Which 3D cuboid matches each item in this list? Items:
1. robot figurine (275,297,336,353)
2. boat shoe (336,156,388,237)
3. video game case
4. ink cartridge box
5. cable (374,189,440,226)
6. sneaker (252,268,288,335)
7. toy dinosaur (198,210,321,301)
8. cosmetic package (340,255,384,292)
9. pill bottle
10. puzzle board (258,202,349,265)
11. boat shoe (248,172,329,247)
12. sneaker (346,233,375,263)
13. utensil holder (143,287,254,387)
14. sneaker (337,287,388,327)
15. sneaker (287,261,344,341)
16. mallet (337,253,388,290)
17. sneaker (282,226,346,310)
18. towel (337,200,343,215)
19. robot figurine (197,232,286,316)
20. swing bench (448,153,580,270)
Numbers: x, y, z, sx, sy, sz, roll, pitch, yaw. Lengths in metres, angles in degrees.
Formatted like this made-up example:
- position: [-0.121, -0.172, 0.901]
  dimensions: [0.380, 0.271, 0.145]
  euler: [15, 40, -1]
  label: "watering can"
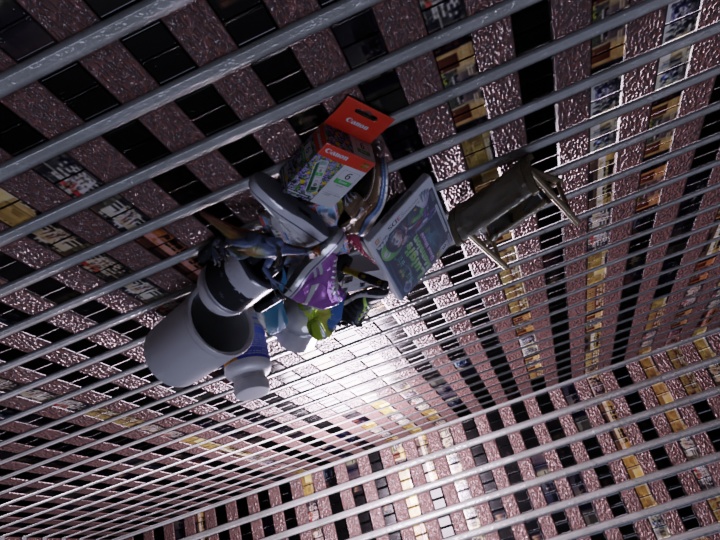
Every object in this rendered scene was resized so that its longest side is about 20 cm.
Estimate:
- position: [-0.143, 0.124, 1.528]
  dimensions: [0.168, 0.114, 0.200]
  euler: [16, 146, -8]
  label: "robot figurine"
- position: [0.001, -0.129, 1.157]
  dimensions: [0.072, 0.073, 0.201]
  euler: [5, 143, -12]
  label: "boat shoe"
- position: [0.102, -0.061, 1.256]
  dimensions: [0.182, 0.023, 0.201]
  euler: [-47, 140, -14]
  label: "video game case"
- position: [-0.038, -0.192, 1.069]
  dimensions: [0.108, 0.051, 0.200]
  euler: [15, 139, -37]
  label: "ink cartridge box"
- position: [0.096, -0.084, 1.283]
  dimensions: [0.199, 0.051, 0.164]
  euler: [17, 106, -48]
  label: "cable"
- position: [-0.209, 0.049, 1.394]
  dimensions: [0.076, 0.081, 0.201]
  euler: [-23, 137, -30]
  label: "sneaker"
- position: [-0.167, -0.051, 1.135]
  dimensions: [0.180, 0.202, 0.105]
  euler: [-15, 168, -31]
  label: "toy dinosaur"
- position: [0.011, 0.005, 1.464]
  dimensions: [0.198, 0.051, 0.083]
  euler: [-10, 153, -12]
  label: "cosmetic package"
- position: [-0.272, 0.197, 1.495]
  dimensions: [0.111, 0.202, 0.112]
  euler: [-13, 152, -7]
  label: "pill bottle"
- position: [-0.107, -0.070, 1.274]
  dimensions: [0.149, 0.018, 0.200]
  euler: [-12, 151, 2]
  label: "puzzle board"
- position: [-0.138, -0.097, 1.142]
  dimensions: [0.065, 0.074, 0.200]
  euler: [-33, 132, 19]
  label: "boat shoe"
- position: [0.048, -0.058, 1.354]
  dimensions: [0.199, 0.081, 0.075]
  euler: [15, 112, -51]
  label: "sneaker"
- position: [-0.358, 0.147, 1.399]
  dimensions: [0.169, 0.171, 0.199]
  euler: [14, 142, -44]
  label: "utensil holder"
- position: [0.003, 0.093, 1.538]
  dimensions: [0.071, 0.084, 0.199]
  euler: [-11, 173, -41]
  label: "sneaker"
- position: [-0.093, 0.051, 1.398]
  dimensions: [0.105, 0.075, 0.202]
  euler: [-41, 129, -39]
  label: "sneaker"
- position: [0.000, 0.000, 1.323]
  dimensions: [0.041, 0.066, 0.199]
  euler: [32, 166, -35]
  label: "mallet"
- position: [-0.060, 0.002, 1.266]
  dimensions: [0.114, 0.073, 0.201]
  euler: [30, 129, -14]
  label: "sneaker"
- position: [-0.040, -0.139, 1.214]
  dimensions: [0.085, 0.018, 0.200]
  euler: [14, 141, -35]
  label: "towel"
- position: [-0.235, 0.008, 1.260]
  dimensions: [0.199, 0.151, 0.124]
  euler: [-34, 164, 29]
  label: "robot figurine"
- position: [0.310, -0.126, 1.314]
  dimensions: [0.198, 0.131, 0.199]
  euler: [-34, 142, 31]
  label: "swing bench"
